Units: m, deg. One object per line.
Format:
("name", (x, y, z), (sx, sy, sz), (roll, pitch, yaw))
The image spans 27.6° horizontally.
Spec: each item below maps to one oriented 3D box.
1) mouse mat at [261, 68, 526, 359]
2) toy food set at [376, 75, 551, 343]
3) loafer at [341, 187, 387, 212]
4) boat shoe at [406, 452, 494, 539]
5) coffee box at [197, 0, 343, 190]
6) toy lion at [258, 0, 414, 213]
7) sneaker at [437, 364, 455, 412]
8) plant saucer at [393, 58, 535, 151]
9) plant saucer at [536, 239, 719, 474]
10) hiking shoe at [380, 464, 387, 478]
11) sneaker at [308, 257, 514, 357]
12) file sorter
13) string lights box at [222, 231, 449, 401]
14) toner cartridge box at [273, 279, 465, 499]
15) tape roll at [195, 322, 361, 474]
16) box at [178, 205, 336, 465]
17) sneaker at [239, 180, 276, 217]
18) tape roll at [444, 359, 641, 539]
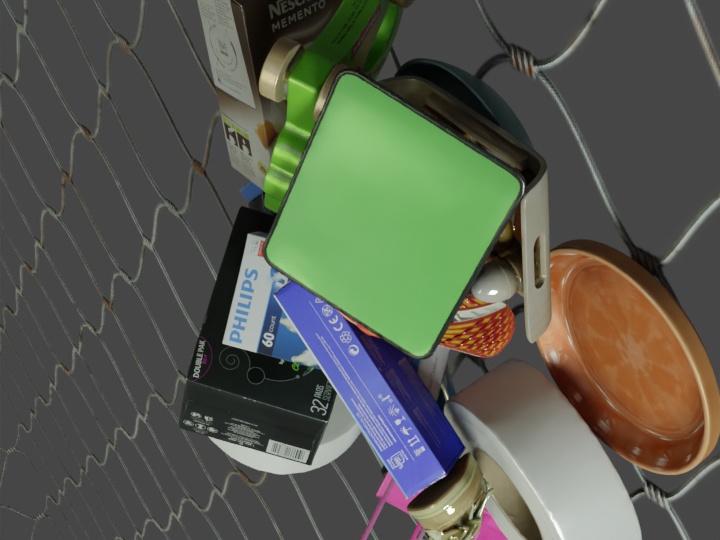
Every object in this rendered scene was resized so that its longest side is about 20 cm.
("mouse mat", (0.019, -0.037, 1.091), (0.160, 0.008, 0.201), (33, 131, 6))
("toy food set", (0.076, -0.050, 1.145), (0.200, 0.060, 0.145), (41, 149, 43))
("loafer", (0.006, -0.056, 1.197), (0.071, 0.064, 0.200), (21, 167, -6))
("boat shoe", (0.085, 0.205, 1.269), (0.063, 0.073, 0.200), (50, 177, 8))
("coffee box", (-0.068, -0.184, 1.314), (0.080, 0.114, 0.202), (37, 148, 41))
("toy lion", (-0.019, -0.145, 1.176), (0.068, 0.201, 0.192), (25, 155, 10))
("sneaker", (0.047, 0.081, 1.398), (0.073, 0.071, 0.202), (97, 154, -73))
("plant saucer", (0.093, -0.084, 1.197), (0.200, 0.036, 0.201), (49, 154, 33))
("plant saucer", (0.208, 0.066, 1.153), (0.200, 0.032, 0.202), (45, 153, 30))
("hiking shoe", (0.105, 0.208, 1.492), (0.087, 0.075, 0.199), (41, 161, -20))
("sneaker", (0.035, 0.023, 1.213), (0.198, 0.074, 0.077), (25, -178, -30))
("file sorter", (0.089, 0.291, 1.417), (0.198, 0.126, 0.139), (28, 157, 4))
("string lights box", (-0.014, 0.039, 1.311), (0.059, 0.197, 0.104), (-43, -33, -85))
("toner cartridge box", (0.010, 0.086, 1.228), (0.201, 0.043, 0.095), (57, -166, 3))
("tape roll", (-0.080, 0.109, 1.563), (0.203, 0.201, 0.071), (51, 155, 18))
("box", (-0.085, 0.066, 1.474), (0.147, 0.202, 0.125), (16, 151, -3))
("sneaker", (-0.065, -0.078, 1.492), (0.078, 0.070, 0.200), (57, 162, -3))
("tape roll", (0.155, 0.181, 1.276), (0.203, 0.070, 0.203), (54, 167, 18))
